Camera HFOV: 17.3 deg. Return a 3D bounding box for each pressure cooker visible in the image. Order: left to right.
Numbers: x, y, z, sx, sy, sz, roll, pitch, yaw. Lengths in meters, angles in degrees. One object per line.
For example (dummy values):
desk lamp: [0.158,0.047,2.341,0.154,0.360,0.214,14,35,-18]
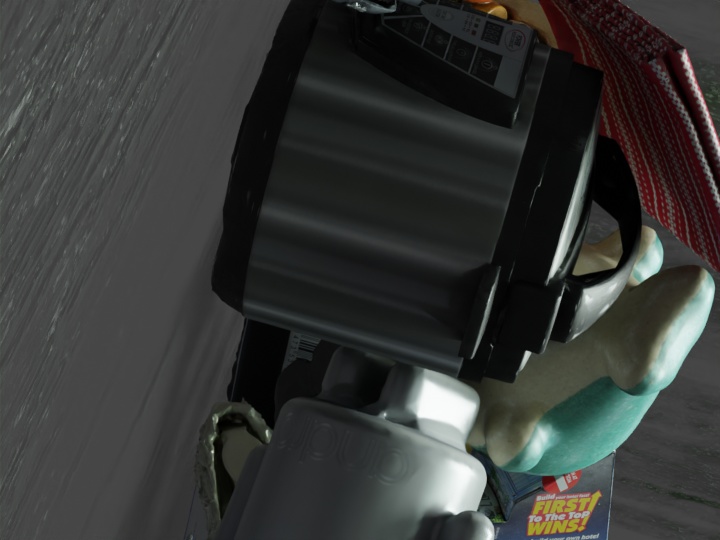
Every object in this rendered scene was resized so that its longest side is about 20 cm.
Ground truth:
pressure cooker: [0.041,-0.038,1.170,0.179,0.200,0.176,93,14,-77]

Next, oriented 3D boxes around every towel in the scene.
towel: [0.143,-0.072,1.189,0.145,0.022,0.200,66,-4,-23]

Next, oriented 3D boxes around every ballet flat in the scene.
ballet flat: [-0.055,0.153,1.310,0.072,0.072,0.200,104,-28,-45]

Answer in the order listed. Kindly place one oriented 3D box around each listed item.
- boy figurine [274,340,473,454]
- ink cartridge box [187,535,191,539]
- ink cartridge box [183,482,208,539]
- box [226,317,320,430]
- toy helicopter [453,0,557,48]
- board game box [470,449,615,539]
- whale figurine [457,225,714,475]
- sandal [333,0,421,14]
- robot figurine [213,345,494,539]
boy figurine: [0.049,0.104,1.421,0.124,0.200,0.064,-43,-143,32]
ink cartridge box: [-0.106,0.252,1.216,0.198,0.043,0.200,102,-11,-71]
ink cartridge box: [-0.089,0.259,1.411,0.200,0.043,0.198,-105,-155,-55]
box: [0.000,0.000,1.512,0.200,0.117,0.197,-72,177,-53]
toy helicopter: [0.083,-0.104,1.359,0.200,0.132,0.079,-72,-179,-57]
board game box: [0.065,0.162,1.383,0.062,0.200,0.200,-118,-145,-47]
whale figurine: [0.127,0.050,1.256,0.159,0.104,0.200,-56,-162,-22]
sandal: [-0.005,-0.138,1.049,0.043,0.076,0.200,-47,180,7]
robot figurine: [-0.007,0.141,1.212,0.113,0.170,0.200,26,80,-45]
